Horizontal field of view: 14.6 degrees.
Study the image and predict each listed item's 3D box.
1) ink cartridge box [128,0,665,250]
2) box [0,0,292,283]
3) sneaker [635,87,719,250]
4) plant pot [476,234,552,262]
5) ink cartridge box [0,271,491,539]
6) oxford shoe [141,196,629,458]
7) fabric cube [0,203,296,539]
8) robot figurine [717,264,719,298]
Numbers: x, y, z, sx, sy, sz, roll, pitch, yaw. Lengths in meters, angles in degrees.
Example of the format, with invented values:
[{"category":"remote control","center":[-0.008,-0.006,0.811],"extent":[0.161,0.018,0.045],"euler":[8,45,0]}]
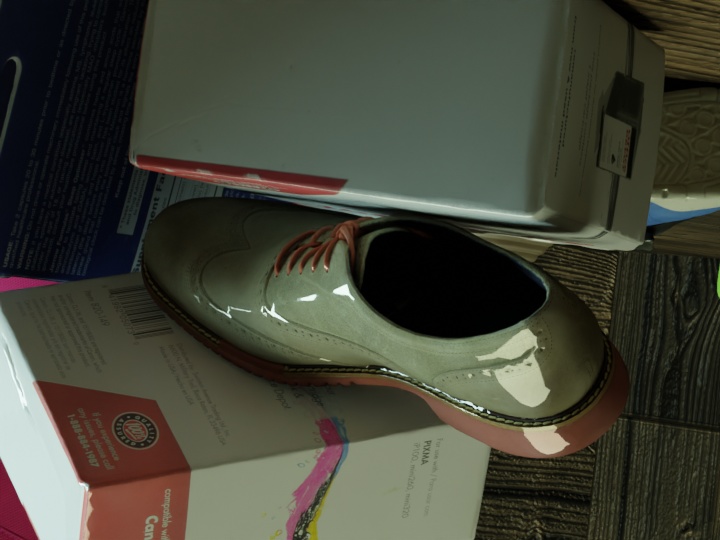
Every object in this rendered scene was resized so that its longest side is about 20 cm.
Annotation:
[{"category":"ink cartridge box","center":[0.021,-0.060,1.007],"extent":[0.146,0.083,0.200],"euler":[8,180,15]},{"category":"box","center":[-0.090,-0.053,1.075],"extent":[0.032,0.121,0.200],"euler":[18,-174,33]},{"category":"sneaker","center":[0.082,-0.052,1.303],"extent":[0.199,0.077,0.111],"euler":[0,171,-7]},{"category":"plant pot","center":[0.045,-0.046,1.573],"extent":[0.200,0.093,0.201],"euler":[6,178,0]},{"category":"ink cartridge box","center":[-0.028,0.052,1.047],"extent":[0.199,0.068,0.117],"euler":[-8,-141,-21]},{"category":"oxford shoe","center":[0.000,0.000,0.976],"extent":[0.200,0.071,0.075],"euler":[15,150,31]},{"category":"fabric cube","center":[-0.133,0.024,1.247],"extent":[0.200,0.200,0.196],"euler":[21,170,41]},{"category":"robot figurine","center":[0.307,-0.002,1.607],"extent":[0.199,0.116,0.175],"euler":[6,-178,-21]}]
